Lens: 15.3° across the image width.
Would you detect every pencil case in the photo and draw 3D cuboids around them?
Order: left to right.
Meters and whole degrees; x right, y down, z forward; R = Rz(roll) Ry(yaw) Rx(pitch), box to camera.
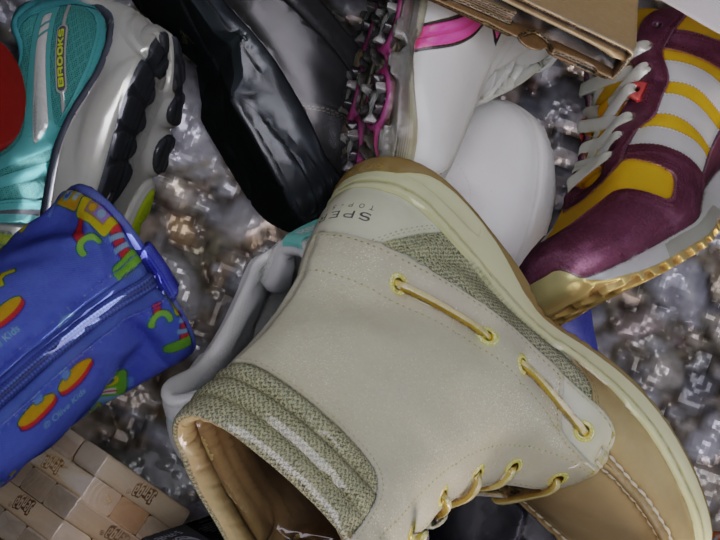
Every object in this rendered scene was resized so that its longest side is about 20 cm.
[{"bbox_3d":[-0.147,0.054,0.952,0.200,0.087,0.078,-41,111,-23],"label":"pencil case"}]

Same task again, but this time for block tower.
[{"bbox_3d":[-0.150,0.158,1.045,0.058,0.054,0.200,40,81,-41],"label":"block tower"}]

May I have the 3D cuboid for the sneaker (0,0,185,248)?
[{"bbox_3d":[-0.133,-0.012,1.066,0.080,0.078,0.200,20,88,20],"label":"sneaker"}]

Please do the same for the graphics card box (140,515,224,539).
[{"bbox_3d":[0.023,0.140,1.010,0.200,0.125,0.051,15,97,16],"label":"graphics card box"}]

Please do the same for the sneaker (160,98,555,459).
[{"bbox_3d":[0.000,0.000,1.035,0.075,0.089,0.200,27,71,37],"label":"sneaker"}]

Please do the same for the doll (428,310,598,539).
[{"bbox_3d":[0.059,0.104,1.091,0.136,0.048,0.200,-6,87,1],"label":"doll"}]

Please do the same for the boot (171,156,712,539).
[{"bbox_3d":[0.031,0.077,0.956,0.200,0.072,0.155,49,47,-15],"label":"boot"}]

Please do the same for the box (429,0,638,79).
[{"bbox_3d":[0.035,-0.173,1.041,0.163,0.021,0.200,23,43,-13],"label":"box"}]

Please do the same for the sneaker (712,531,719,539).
[{"bbox_3d":[0.198,0.202,1.103,0.200,0.078,0.112,32,88,3],"label":"sneaker"}]

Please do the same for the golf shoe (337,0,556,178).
[{"bbox_3d":[0.048,-0.103,1.048,0.092,0.073,0.200,20,53,-7],"label":"golf shoe"}]

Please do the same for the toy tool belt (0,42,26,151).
[{"bbox_3d":[-0.189,-0.137,1.039,0.123,0.125,0.200,-6,81,29],"label":"toy tool belt"}]

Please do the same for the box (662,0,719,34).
[{"bbox_3d":[0.122,-0.209,1.033,0.184,0.105,0.200,29,41,-7],"label":"box"}]

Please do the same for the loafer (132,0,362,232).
[{"bbox_3d":[-0.049,-0.117,1.077,0.072,0.073,0.200,-31,102,-17],"label":"loafer"}]

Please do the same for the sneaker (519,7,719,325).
[{"bbox_3d":[0.108,-0.051,1.060,0.200,0.075,0.090,-37,96,-47],"label":"sneaker"}]
